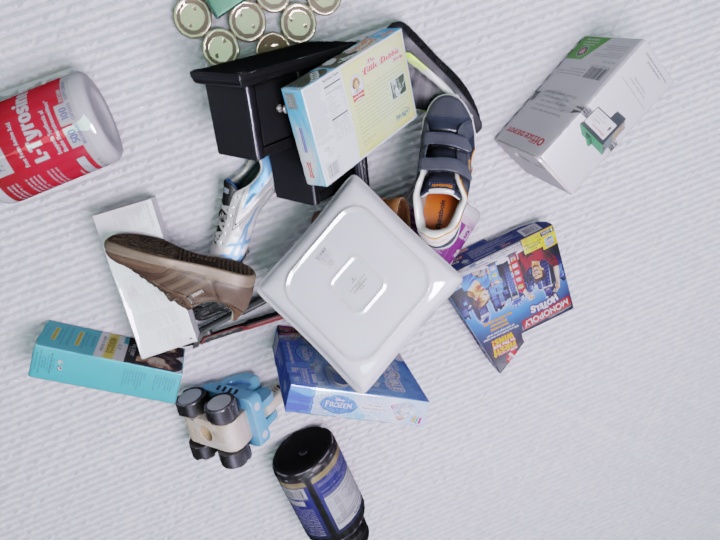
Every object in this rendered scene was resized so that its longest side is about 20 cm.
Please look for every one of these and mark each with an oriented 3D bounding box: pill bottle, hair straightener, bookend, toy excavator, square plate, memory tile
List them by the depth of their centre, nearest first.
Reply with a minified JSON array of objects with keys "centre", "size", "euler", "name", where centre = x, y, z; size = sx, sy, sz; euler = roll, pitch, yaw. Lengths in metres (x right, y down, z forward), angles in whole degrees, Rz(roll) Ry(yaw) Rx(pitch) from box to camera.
[{"centre":[-0.403,-0.152,0.778],"size":[0.196,0.113,0.115],"euler":[-24,113,-4],"name":"pill bottle"},{"centre":[-0.089,-0.164,0.798],"size":[0.198,0.091,0.204],"euler":[-31,125,-42],"name":"bookend"},{"centre":[-0.004,0.018,0.814],"size":[0.198,0.028,0.201],"euler":[43,94,3],"name":"square plate"},{"centre":[-0.130,-0.341,0.828],"size":[0.200,0.017,0.153],"euler":[-45,112,4],"name":"memory tile"},{"centre":[0.079,-0.028,0.934],"size":[0.111,0.113,0.203],"euler":[29,101,-20],"name":"pill bottle"},{"centre":[-0.195,0.056,0.947],"size":[0.195,0.041,0.079],"euler":[-18,100,-1],"name":"hair straightener"},{"centre":[-0.149,0.196,0.973],"size":[0.190,0.200,0.102],"euler":[3,118,34],"name":"toy excavator"},{"centre":[-0.057,0.366,1.041],"size":[0.109,0.112,0.204],"euler":[-23,113,-4],"name":"pill bottle"}]

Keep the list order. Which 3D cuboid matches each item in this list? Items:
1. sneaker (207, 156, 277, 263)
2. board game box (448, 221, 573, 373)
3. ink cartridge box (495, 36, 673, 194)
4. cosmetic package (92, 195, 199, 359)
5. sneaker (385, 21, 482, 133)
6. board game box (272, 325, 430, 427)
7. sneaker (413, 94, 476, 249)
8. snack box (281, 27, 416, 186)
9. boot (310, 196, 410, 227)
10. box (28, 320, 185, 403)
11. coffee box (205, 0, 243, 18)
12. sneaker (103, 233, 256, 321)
[{"centre":[-0.171,-0.078,0.878],"size":[0.071,0.072,0.204],"euler":[24,97,-34],"name":"sneaker"},{"centre":[0.231,0.049,1.024],"size":[0.196,0.062,0.204],"euler":[-23,114,-4],"name":"board game box"},{"centre":[0.306,-0.221,0.901],"size":[0.084,0.146,0.201],"euler":[38,98,-23],"name":"ink cartridge box"},{"centre":[-0.290,0.009,0.881],"size":[0.080,0.051,0.205],"euler":[-15,103,-5],"name":"cosmetic package"},{"centre":[0.086,-0.254,0.893],"size":[0.199,0.072,0.082],"euler":[40,118,-20],"name":"sneaker"},{"centre":[-0.021,0.147,0.924],"size":[0.194,0.200,0.045],"euler":[11,105,-16],"name":"board game box"},{"centre":[0.110,-0.131,0.827],"size":[0.076,0.079,0.206],"euler":[2,89,12],"name":"sneaker"},{"centre":[-0.006,-0.203,0.783],"size":[0.200,0.036,0.119],"euler":[-43,131,-36],"name":"snack box"},{"centre":[0.000,0.000,0.876],"size":[0.073,0.151,0.206],"euler":[4,81,-55],"name":"boot"},{"centre":[-0.351,0.129,0.906],"size":[0.195,0.082,0.050],"euler":[15,105,-18],"name":"box"},{"centre":[-0.126,-0.412,0.771],"size":[0.198,0.044,0.124],"euler":[-35,113,0],"name":"coffee box"},{"centre":[-0.237,0.013,0.829],"size":[0.195,0.071,0.077],"euler":[16,107,-8],"name":"sneaker"}]
